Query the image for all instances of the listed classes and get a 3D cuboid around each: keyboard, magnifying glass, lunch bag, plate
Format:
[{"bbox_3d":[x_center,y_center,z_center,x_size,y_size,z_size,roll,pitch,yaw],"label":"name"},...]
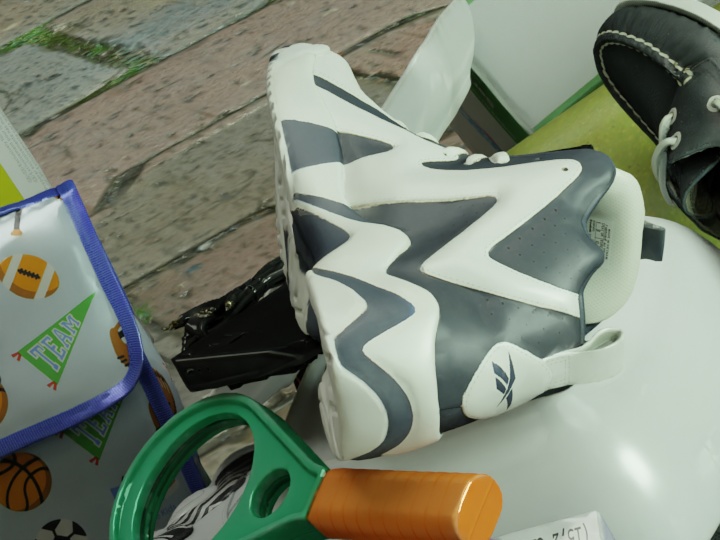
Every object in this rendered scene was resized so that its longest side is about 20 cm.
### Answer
[{"bbox_3d":[0.000,0.000,1.038,0.127,0.021,0.200,-7,19,45],"label":"keyboard"},{"bbox_3d":[-0.024,0.081,0.914,0.200,0.022,0.080,-2,58,50],"label":"magnifying glass"},{"bbox_3d":[-0.166,0.077,1.182,0.170,0.200,0.124,-23,20,-5],"label":"lunch bag"},{"bbox_3d":[-0.002,-0.027,1.197,0.200,0.032,0.200,-59,0,15],"label":"plate"}]

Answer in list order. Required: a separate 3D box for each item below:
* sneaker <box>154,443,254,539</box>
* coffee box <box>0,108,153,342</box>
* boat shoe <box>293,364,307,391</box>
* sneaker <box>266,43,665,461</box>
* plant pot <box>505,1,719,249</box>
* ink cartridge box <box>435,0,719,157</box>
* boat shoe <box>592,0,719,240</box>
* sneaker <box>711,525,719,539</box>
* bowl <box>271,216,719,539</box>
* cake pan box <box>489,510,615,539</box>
[{"bbox_3d":[-0.030,0.127,1.094,0.115,0.075,0.200,-13,20,30],"label":"sneaker"},{"bbox_3d":[-0.276,0.030,1.365,0.199,0.200,0.198,-22,16,40],"label":"coffee box"},{"bbox_3d":[-0.002,0.048,1.286,0.073,0.063,0.201,-23,22,-5],"label":"boat shoe"},{"bbox_3d":[0.038,-0.018,0.921,0.129,0.080,0.199,-7,33,-6],"label":"sneaker"},{"bbox_3d":[0.162,-0.028,1.158,0.184,0.201,0.200,-27,18,21],"label":"plant pot"},{"bbox_3d":[0.121,-0.119,1.368,0.145,0.088,0.200,-40,-13,-4],"label":"ink cartridge box"},{"bbox_3d":[0.149,-0.042,1.004,0.060,0.076,0.200,-35,46,-16],"label":"boat shoe"},{"bbox_3d":[0.168,0.068,1.018,0.199,0.085,0.075,-18,26,23],"label":"sneaker"},{"bbox_3d":[0.048,0.054,0.987,0.200,0.075,0.200,-18,26,26],"label":"bowl"},{"bbox_3d":[0.011,0.186,0.835,0.199,0.052,0.185,-15,52,14],"label":"cake pan box"}]
